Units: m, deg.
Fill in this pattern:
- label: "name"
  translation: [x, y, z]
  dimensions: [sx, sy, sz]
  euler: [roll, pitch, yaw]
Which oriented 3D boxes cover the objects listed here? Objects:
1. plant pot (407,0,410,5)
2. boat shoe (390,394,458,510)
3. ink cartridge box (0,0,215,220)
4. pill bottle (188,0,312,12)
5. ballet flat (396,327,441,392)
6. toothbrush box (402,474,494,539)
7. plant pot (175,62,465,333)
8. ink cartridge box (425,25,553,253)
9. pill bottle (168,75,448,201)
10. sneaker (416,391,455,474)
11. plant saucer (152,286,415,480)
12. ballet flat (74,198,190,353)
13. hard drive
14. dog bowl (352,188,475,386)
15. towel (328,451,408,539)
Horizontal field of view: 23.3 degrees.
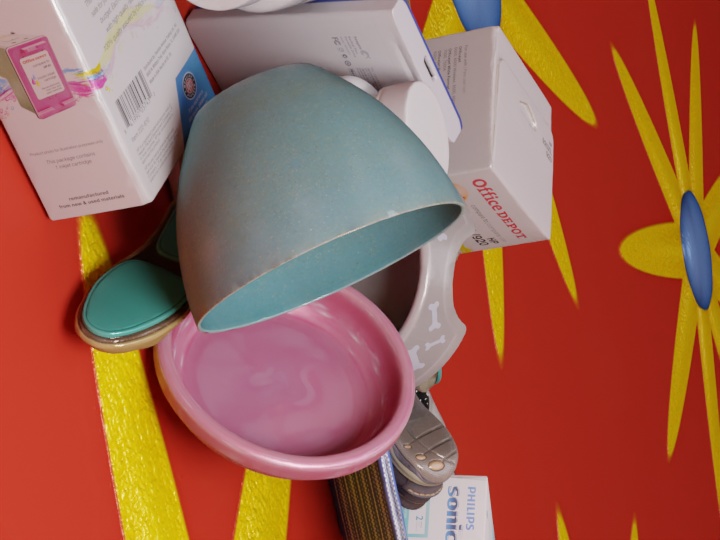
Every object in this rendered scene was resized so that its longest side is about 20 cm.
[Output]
- label: "plant pot"
  translation: [-0.001, -0.271, 1.692]
  dimensions: [0.200, 0.027, 0.202]
  euler: [-8, 90, -67]
- label: "boat shoe"
  translation: [0.010, 0.121, 1.485]
  dimensions: [0.074, 0.074, 0.200]
  euler: [1, 41, -31]
- label: "ink cartridge box"
  translation: [-0.188, -0.159, 1.167]
  dimensions: [0.145, 0.084, 0.201]
  euler: [-66, 142, -52]
- label: "pill bottle"
  translation: [-0.059, -0.250, 1.272]
  dimensions: [0.200, 0.113, 0.114]
  euler: [-31, 111, -61]
- label: "ballet flat"
  translation: [0.009, 0.042, 1.481]
  dimensions: [0.200, 0.062, 0.068]
  euler: [-121, -152, -54]
- label: "toothbrush box"
  translation: [0.074, 0.284, 1.533]
  dimensions: [0.200, 0.085, 0.147]
  euler: [79, 14, -61]
- label: "plant pot"
  translation: [-0.046, -0.060, 1.190]
  dimensions: [0.135, 0.199, 0.200]
  euler: [65, 23, 9]
- label: "ink cartridge box"
  translation: [0.056, -0.104, 1.549]
  dimensions: [0.147, 0.199, 0.146]
  euler: [43, 44, -53]
- label: "pill bottle"
  translation: [-0.039, -0.087, 1.333]
  dimensions: [0.111, 0.199, 0.112]
  euler: [-8, 90, -66]
- label: "sneaker"
  translation: [0.039, 0.138, 1.612]
  dimensions: [0.080, 0.073, 0.201]
  euler: [-86, 161, -60]
- label: "plant saucer"
  translation: [-0.060, 0.079, 1.298]
  dimensions: [0.201, 0.199, 0.051]
  euler: [-69, -177, -48]
- label: "ballet flat"
  translation: [-0.141, 0.014, 1.241]
  dimensions: [0.200, 0.068, 0.063]
  euler: [-53, 164, -49]
- label: "hard drive"
  translation: [-0.030, -0.156, 1.377]
  dimensions: [0.025, 0.199, 0.132]
  euler: [-60, 137, -33]
- label: "dog bowl"
  translation: [0.000, 0.000, 1.408]
  dimensions: [0.058, 0.199, 0.202]
  euler: [8, 74, -52]
- label: "towel"
  translation: [0.005, 0.175, 1.422]
  dimensions: [0.200, 0.024, 0.146]
  euler: [-162, -122, -73]
